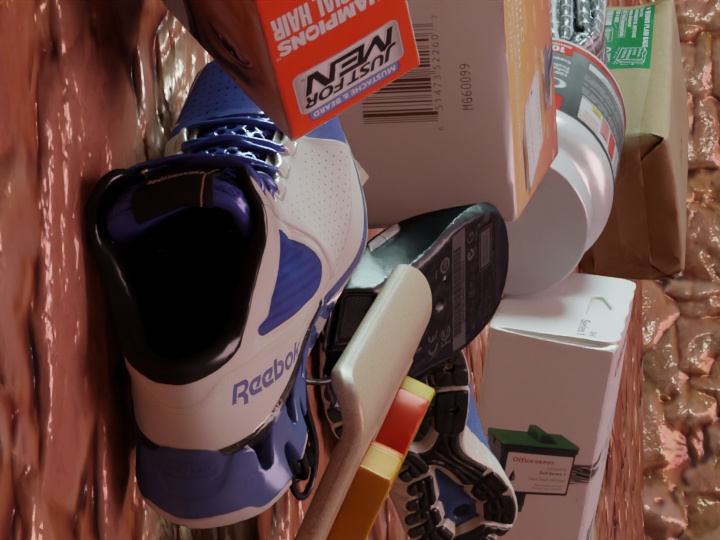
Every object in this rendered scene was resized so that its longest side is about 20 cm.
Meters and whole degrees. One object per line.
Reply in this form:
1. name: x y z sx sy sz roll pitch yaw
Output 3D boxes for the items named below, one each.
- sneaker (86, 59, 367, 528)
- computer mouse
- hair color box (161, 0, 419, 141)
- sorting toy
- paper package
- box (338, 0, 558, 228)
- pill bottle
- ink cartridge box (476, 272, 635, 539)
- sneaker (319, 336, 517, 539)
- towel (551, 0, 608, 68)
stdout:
1. sneaker: -0.048 -0.017 1.047 0.115 0.080 0.200 79 15 -50
2. computer mouse: 0.000 0.000 1.309 0.200 0.046 0.141 -41 136 -43
3. hair color box: -0.046 -0.155 1.002 0.111 0.064 0.200 47 -17 38
4. sorting toy: -0.012 0.112 1.166 0.185 0.036 0.201 -56 166 -73
5. paper package: 0.255 -0.126 2.683 0.191 0.103 0.200 77 15 -46
6. box: 0.039 -0.115 1.474 0.200 0.106 0.153 -52 138 -74
7. pill bottle: 0.110 -0.067 1.826 0.200 0.115 0.116 -71 156 -65
8. ink cartridge box: 0.114 0.112 1.794 0.146 0.084 0.201 -58 157 -72
9. sneaker: 0.019 0.062 1.465 0.089 0.078 0.200 -115 -178 -46
10. towel: 0.161 -0.177 2.221 0.166 0.085 0.200 79 14 -45
